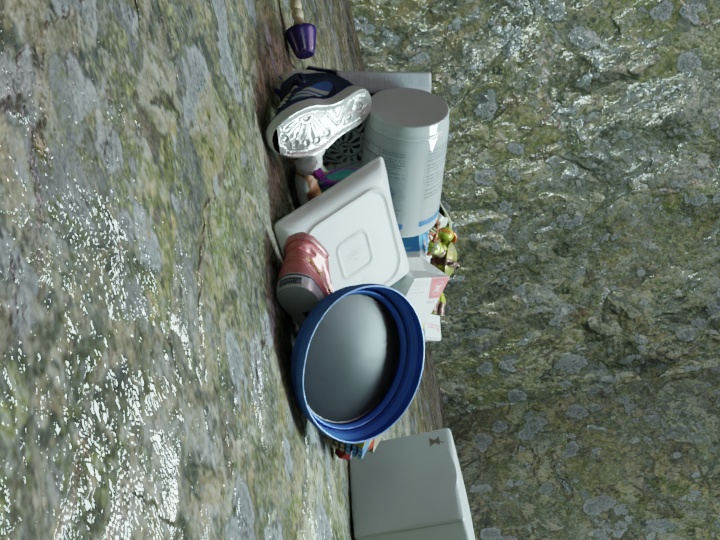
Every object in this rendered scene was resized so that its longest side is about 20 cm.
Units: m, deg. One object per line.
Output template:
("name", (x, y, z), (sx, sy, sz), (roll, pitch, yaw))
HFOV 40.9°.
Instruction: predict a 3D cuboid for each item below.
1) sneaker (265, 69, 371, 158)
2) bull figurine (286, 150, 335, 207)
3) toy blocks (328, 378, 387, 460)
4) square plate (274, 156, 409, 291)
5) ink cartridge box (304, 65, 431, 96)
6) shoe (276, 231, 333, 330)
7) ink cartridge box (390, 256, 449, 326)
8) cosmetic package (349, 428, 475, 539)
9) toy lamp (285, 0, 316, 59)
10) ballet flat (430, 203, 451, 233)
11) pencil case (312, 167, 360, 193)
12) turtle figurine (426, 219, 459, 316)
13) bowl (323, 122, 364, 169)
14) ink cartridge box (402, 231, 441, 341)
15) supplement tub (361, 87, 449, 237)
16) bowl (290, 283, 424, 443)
("sneaker", (-0.096, -0.233, 1.406), (0.199, 0.146, 0.081), (-32, 131, -36))
("bull figurine", (-0.055, -0.103, 1.484), (0.121, 0.065, 0.202), (-31, 122, -52))
("toy blocks", (0.003, 0.195, 1.339), (0.201, 0.099, 0.137), (95, 21, -44))
("square plate", (-0.014, -0.027, 1.344), (0.028, 0.199, 0.200), (23, -41, 46))
("ink cartridge box", (-0.003, -0.292, 1.582), (0.200, 0.198, 0.041), (-177, -92, -80))
("shoe", (-0.054, 0.039, 1.266), (0.201, 0.071, 0.092), (64, 25, -50))
("ink cartridge box", (0.049, 0.081, 1.530), (0.116, 0.067, 0.201), (-3, 124, -56))
("cosmetic package", (0.085, 0.380, 1.494), (0.168, 0.165, 0.201), (-95, 171, -47))
("toy lamp", (-0.114, -0.473, 1.707), (0.058, 0.058, 0.202), (48, 32, -77))
("ballet flat", (0.120, -0.117, 1.707), (0.062, 0.068, 0.200), (40, 1, 27))
("pencil case", (-0.019, -0.049, 1.419), (0.085, 0.092, 0.202), (-36, 130, -54))
("turtle figurine", (0.136, -0.005, 1.637), (0.200, 0.064, 0.163), (46, 54, -84))
("bowl", (0.005, -0.201, 1.614), (0.201, 0.199, 0.095), (17, 57, -82))
("ink cartridge box", (0.090, 0.030, 1.751), (0.144, 0.084, 0.202), (21, 64, -74))
("supplement tub", (0.066, -0.165, 1.500), (0.132, 0.130, 0.201), (-92, -174, -53))
("bowl", (-0.004, 0.115, 1.215), (0.039, 0.200, 0.202), (12, -57, 50))
